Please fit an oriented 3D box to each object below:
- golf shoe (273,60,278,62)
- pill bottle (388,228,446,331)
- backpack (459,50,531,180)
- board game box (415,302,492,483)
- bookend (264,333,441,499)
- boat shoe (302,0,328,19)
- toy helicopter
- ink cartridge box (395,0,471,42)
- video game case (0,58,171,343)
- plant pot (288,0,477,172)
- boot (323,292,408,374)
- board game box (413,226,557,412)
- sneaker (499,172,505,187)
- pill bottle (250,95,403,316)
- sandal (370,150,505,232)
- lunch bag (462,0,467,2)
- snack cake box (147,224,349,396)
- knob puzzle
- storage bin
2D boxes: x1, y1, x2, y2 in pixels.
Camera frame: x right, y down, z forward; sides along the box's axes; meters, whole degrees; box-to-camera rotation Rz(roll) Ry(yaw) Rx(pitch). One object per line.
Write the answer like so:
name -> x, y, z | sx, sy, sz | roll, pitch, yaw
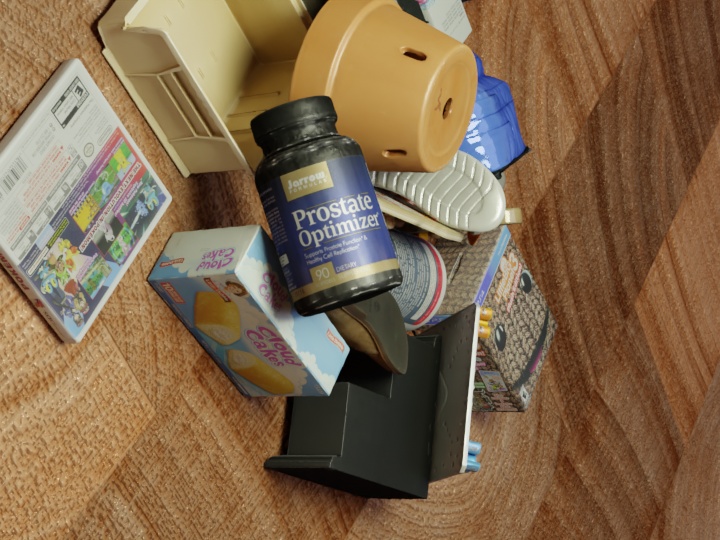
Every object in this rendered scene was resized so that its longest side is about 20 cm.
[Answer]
golf shoe -> -0.041, -0.214, 1.667 | 0.097, 0.078, 0.200 | -87, 155, -44
pill bottle -> 0.000, 0.000, 1.648 | 0.200, 0.120, 0.120 | 17, 73, -55
backpack -> 0.098, -0.173, 1.742 | 0.200, 0.162, 0.168 | -55, 124, -69
board game box -> 0.100, 0.157, 1.729 | 0.026, 0.200, 0.200 | 12, 71, -17
bookend -> -0.003, 0.149, 1.657 | 0.200, 0.092, 0.199 | 26, 65, -51
boat shoe -> -0.030, -0.285, 1.629 | 0.200, 0.076, 0.072 | 43, 26, -19
toy helicopter -> 0.127, -0.058, 1.769 | 0.132, 0.200, 0.079 | -2, 88, -39
ink cartridge box -> 0.024, -0.335, 1.683 | 0.083, 0.146, 0.200 | -57, 132, -45
video game case -> -0.269, -0.065, 1.341 | 0.182, 0.023, 0.200 | 59, 42, -35
plant pot -> 0.033, -0.186, 1.528 | 0.200, 0.140, 0.200 | -47, 147, -44
boot -> -0.007, 0.053, 1.564 | 0.200, 0.075, 0.074 | 50, 35, -48
board game box -> 0.163, 0.065, 1.905 | 0.200, 0.097, 0.160 | 57, 44, -37
sneaker -> 0.156, -0.102, 1.912 | 0.200, 0.092, 0.076 | -25, 109, -54
pill bottle -> -0.039, -0.064, 1.418 | 0.112, 0.112, 0.200 | -12, 83, -56
sandal -> 0.076, -0.106, 1.635 | 0.083, 0.203, 0.050 | -63, 165, -2
lunch bag -> 0.146, -0.438, 1.887 | 0.200, 0.132, 0.136 | 27, 66, -52
snack cake box -> -0.111, 0.045, 1.483 | 0.200, 0.115, 0.067 | 55, 45, -38
knob puzzle -> 0.034, -0.067, 1.644 | 0.220, 0.220, 0.030 | 17, 100, -54
storage bin -> -0.146, -0.232, 1.471 | 0.199, 0.094, 0.200 | 60, 43, -35
